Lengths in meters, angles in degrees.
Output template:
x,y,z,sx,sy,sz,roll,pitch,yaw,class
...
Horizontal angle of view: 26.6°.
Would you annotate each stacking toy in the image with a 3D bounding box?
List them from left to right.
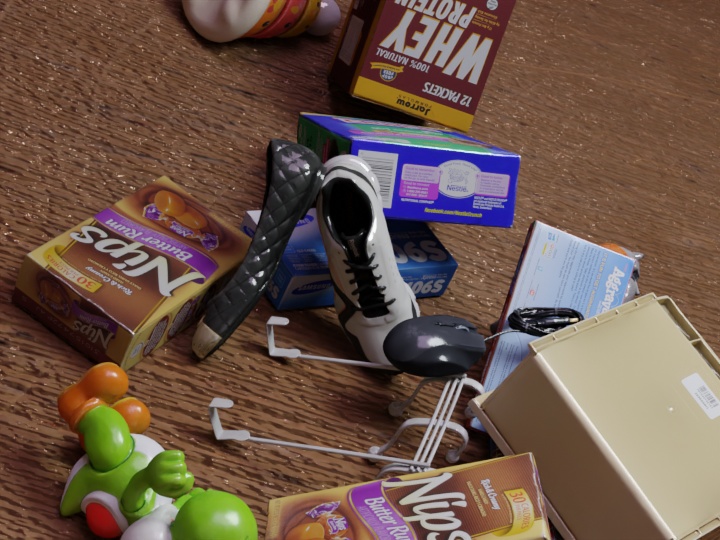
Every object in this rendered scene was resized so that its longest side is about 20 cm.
x,y,z,sx,sy,sz,roll,pitch,yaw,class
-0.092,-0.316,1.747,0.200,0.146,0.146,9,35,-49,stacking toy

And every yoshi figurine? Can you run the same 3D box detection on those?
x,y,z,sx,sy,sz,roll,pitch,yaw,class
-0.136,0.157,1.084,0.112,0.112,0.200,0,44,-39,yoshi figurine

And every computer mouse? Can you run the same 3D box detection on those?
x,y,z,sx,sy,sz,roll,pitch,yaw,class
0.110,0.051,1.309,0.200,0.034,0.059,-11,38,-28,computer mouse

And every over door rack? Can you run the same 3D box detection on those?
x,y,z,sx,sy,sz,roll,pitch,yaw,class
-0.010,0.123,1.259,0.200,0.067,0.148,16,31,9,over door rack

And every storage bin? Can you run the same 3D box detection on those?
x,y,z,sx,sy,sz,roll,pitch,yaw,class
0.232,0.137,1.257,0.198,0.094,0.200,-18,64,-41,storage bin

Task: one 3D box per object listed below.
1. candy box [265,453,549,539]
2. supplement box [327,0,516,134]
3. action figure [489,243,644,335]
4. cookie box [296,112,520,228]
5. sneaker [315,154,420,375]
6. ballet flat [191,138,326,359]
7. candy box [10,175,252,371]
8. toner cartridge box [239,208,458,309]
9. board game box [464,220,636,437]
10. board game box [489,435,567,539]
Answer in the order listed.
x,y,z,sx,sy,sz,roll,pitch,yaw,class
0.033,0.195,1.075,0.200,0.057,0.117,-10,22,4,candy box
0.069,-0.273,1.653,0.133,0.198,0.200,17,11,-13,supplement box
0.239,0.044,1.490,0.200,0.105,0.194,29,44,10,action figure
0.039,-0.099,1.481,0.171,0.075,0.200,4,10,-18,cookie box
0.000,0.000,1.334,0.074,0.200,0.080,-18,6,6,sneaker
-0.095,-0.017,1.294,0.057,0.200,0.066,28,-6,-8,ballet flat
-0.187,0.001,1.303,0.117,0.057,0.200,35,36,11,candy box
-0.012,-0.015,1.449,0.200,0.043,0.095,-5,43,-38,toner cartridge box
0.172,0.065,1.373,0.103,0.019,0.200,21,76,-6,board game box
0.174,0.204,1.266,0.135,0.035,0.200,18,43,-12,board game box
